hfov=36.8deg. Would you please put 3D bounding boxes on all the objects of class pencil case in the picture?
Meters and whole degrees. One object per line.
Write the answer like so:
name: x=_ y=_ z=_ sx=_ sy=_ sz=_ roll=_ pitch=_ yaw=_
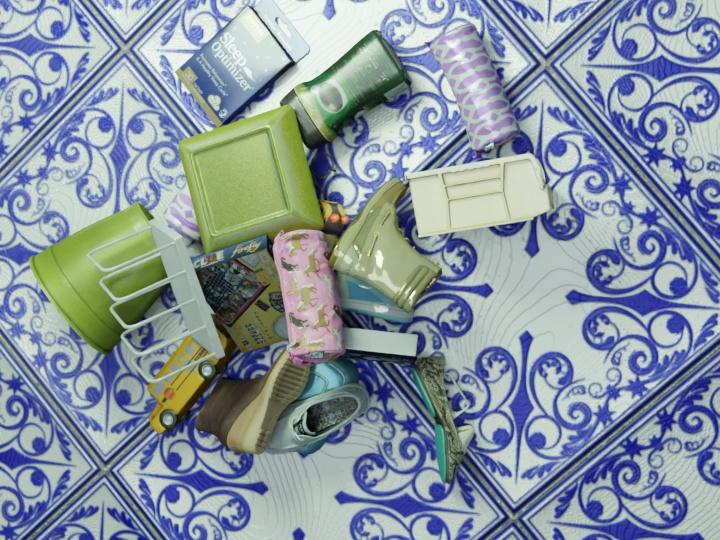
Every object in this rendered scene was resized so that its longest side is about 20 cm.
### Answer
pencil case: x=0.175 y=-0.278 z=1.667 sx=0.085 sy=0.084 sz=0.202 roll=-23 pitch=86 yaw=35
pencil case: x=-0.234 y=-0.137 z=1.744 sx=0.085 sy=0.084 sz=0.201 roll=35 pitch=99 yaw=-12
pencil case: x=-0.078 y=0.039 z=1.615 sx=0.082 sy=0.086 sz=0.202 roll=-15 pitch=77 yaw=25

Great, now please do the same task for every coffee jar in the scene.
coffee jar: x=-0.025 y=-0.281 z=1.701 sx=0.199 sy=0.085 sz=0.105 roll=-33 pitch=89 yaw=10

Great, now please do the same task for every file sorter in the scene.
file sorter: x=-0.311 y=0.049 z=1.631 sx=0.124 sy=0.138 sz=0.202 roll=-25 pitch=113 yaw=-19

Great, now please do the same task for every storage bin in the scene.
storage bin: x=0.183 y=-0.113 z=1.608 sx=0.196 sy=0.200 sz=0.095 roll=-9 pitch=92 yaw=12

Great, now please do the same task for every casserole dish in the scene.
casserole dish: x=-0.086 y=0.209 z=1.760 sx=0.120 sy=0.039 sz=0.201 roll=32 pitch=99 yaw=9

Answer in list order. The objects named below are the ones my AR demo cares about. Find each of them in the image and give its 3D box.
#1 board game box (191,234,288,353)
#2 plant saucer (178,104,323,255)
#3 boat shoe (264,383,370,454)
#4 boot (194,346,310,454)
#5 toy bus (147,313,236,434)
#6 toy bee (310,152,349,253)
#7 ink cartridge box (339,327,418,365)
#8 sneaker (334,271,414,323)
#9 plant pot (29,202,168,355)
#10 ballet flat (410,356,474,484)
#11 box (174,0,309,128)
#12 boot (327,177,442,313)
board game box: x=-0.168 y=0.040 z=1.705 sx=0.134 sy=0.035 sz=0.201 roll=-17 pitch=133 yaw=11
plant saucer: x=-0.176 y=-0.134 z=1.654 sx=0.198 sy=0.048 sz=0.202 roll=-16 pitch=85 yaw=12
boat shoe: x=-0.080 y=0.235 z=1.704 sx=0.199 sy=0.071 sz=0.071 roll=-27 pitch=87 yaw=12
boot: x=-0.178 y=0.189 z=1.738 sx=0.165 sy=0.072 sz=0.202 roll=15 pitch=73 yaw=46
toy bus: x=-0.283 y=0.173 z=1.784 sx=0.078 sy=0.065 sz=0.201 roll=40 pitch=99 yaw=7
toy bee: x=-0.066 y=-0.069 z=1.697 sx=0.130 sy=0.108 sz=0.202 roll=-16 pitch=114 yaw=-25
ink cartridge box: x=-0.011 y=0.114 z=1.691 sx=0.197 sy=0.100 sz=0.040 roll=7 pitch=77 yaw=2
sneaker: x=0.000 y=0.000 z=1.702 sx=0.198 sy=0.080 sz=0.132 roll=13 pitch=92 yaw=-13
plant pot: x=-0.393 y=-0.002 z=1.748 sx=0.192 sy=0.200 sz=0.201 roll=-38 pitch=85 yaw=-1
ballet flat: x=0.139 y=0.231 z=1.707 sx=0.074 sy=0.068 sz=0.202 roll=-15 pitch=88 yaw=-9
box: x=-0.192 y=-0.341 z=1.761 sx=0.200 sy=0.032 sz=0.122 roll=-40 pitch=84 yaw=9
boot: x=0.061 y=-0.040 z=1.637 sx=0.154 sy=0.200 sz=0.073 roll=31 pitch=141 yaw=7
